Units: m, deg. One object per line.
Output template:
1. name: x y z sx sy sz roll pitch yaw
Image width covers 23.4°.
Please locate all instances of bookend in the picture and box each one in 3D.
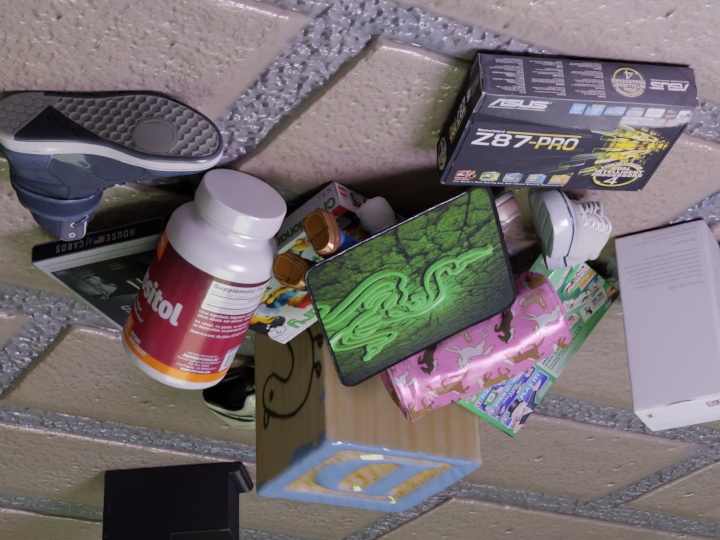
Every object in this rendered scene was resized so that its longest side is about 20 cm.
1. bookend: -0.254 0.380 2.417 0.200 0.199 0.092 -5 152 5

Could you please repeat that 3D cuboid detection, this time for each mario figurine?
1. mario figurine: 0.000 0.000 1.698 0.123 0.106 0.200 -21 150 35

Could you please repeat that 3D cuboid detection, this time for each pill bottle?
1. pill bottle: -0.148 0.007 1.674 0.113 0.113 0.200 12 120 -27

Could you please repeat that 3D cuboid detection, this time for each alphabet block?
1. alphabet block: 0.005 0.141 1.936 0.196 0.200 0.195 12 151 -27

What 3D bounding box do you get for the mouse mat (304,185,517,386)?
1. mouse mat: 0.052 0.016 1.659 0.200 0.008 0.161 -26 130 -9

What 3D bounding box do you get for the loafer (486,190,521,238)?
1. loafer: 0.107 -0.017 1.747 0.072 0.063 0.200 -30 176 -36

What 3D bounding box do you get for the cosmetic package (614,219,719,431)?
1. cosmetic package: 0.326 0.056 1.782 0.102 0.200 0.074 -13 153 22

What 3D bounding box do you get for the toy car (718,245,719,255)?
1. toy car: 0.463 0.087 1.857 0.184 0.200 0.177 4 154 -11

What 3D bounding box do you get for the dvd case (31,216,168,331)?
1. dvd case: -0.223 0.009 1.795 0.150 0.025 0.200 -12 151 19

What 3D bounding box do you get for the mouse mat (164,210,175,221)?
1. mouse mat: -0.167 -0.012 1.809 0.161 0.008 0.200 17 147 -35

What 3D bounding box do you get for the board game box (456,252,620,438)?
1. board game box: 0.185 0.075 1.859 0.200 0.029 0.135 -53 141 1

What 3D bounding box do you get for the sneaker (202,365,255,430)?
1. sneaker: -0.099 0.148 2.085 0.200 0.076 0.088 -15 152 24

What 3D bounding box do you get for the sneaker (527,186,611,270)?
1. sneaker: 0.207 -0.048 1.700 0.071 0.073 0.200 -18 172 4

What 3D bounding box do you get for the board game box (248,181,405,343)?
1. board game box: -0.054 -0.005 1.763 0.200 0.035 0.126 -36 141 27

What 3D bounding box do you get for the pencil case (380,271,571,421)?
1. pencil case: 0.112 0.076 1.755 0.200 0.087 0.083 -26 119 -4

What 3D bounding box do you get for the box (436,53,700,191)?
1. box: 0.182 -0.130 1.557 0.200 0.049 0.161 3 152 -12

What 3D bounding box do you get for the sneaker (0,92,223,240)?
1. sneaker: -0.221 -0.089 1.561 0.202 0.077 0.146 7 143 3
